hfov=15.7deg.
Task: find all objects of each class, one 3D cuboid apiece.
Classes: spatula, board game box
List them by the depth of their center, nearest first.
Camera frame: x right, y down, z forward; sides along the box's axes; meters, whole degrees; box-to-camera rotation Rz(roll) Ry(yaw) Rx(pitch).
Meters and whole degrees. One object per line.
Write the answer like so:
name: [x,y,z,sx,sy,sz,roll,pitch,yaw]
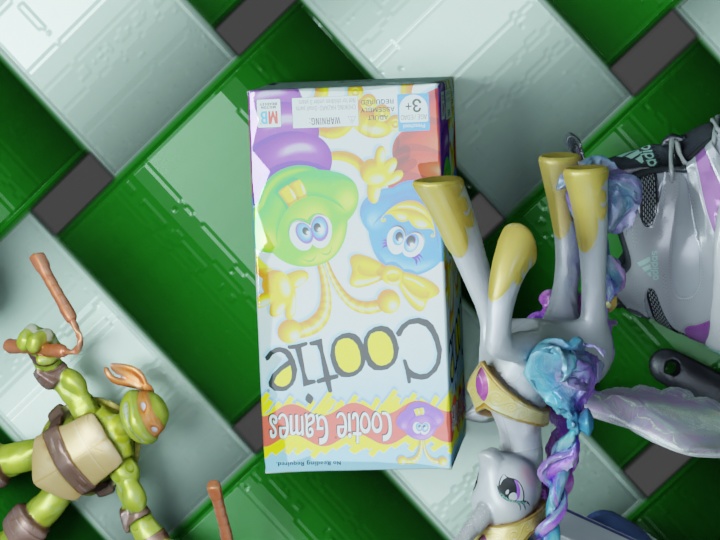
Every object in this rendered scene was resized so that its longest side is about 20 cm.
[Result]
board game box: [0.000,0.000,1.398,0.104,0.103,0.202,-2,96,6]
spatula: [0.247,0.094,1.425,0.199,0.021,0.057,26,86,5]

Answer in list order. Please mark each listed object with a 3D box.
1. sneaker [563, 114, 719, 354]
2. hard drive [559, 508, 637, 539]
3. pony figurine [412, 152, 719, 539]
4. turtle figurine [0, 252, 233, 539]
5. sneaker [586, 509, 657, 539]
sneaker: [0.178,-0.063,1.387,0.139,0.078,0.201,17,97,3]
hard drive: [0.123,0.229,1.405,0.131,0.025,0.201,24,123,9]
pony figurine: [0.102,0.045,1.325,0.166,0.192,0.202,5,102,41]
turtle figurine: [-0.169,0.098,1.447,0.161,0.064,0.201,-29,101,16]
sneaker: [0.208,0.181,1.425,0.199,0.075,0.088,36,81,-1]
